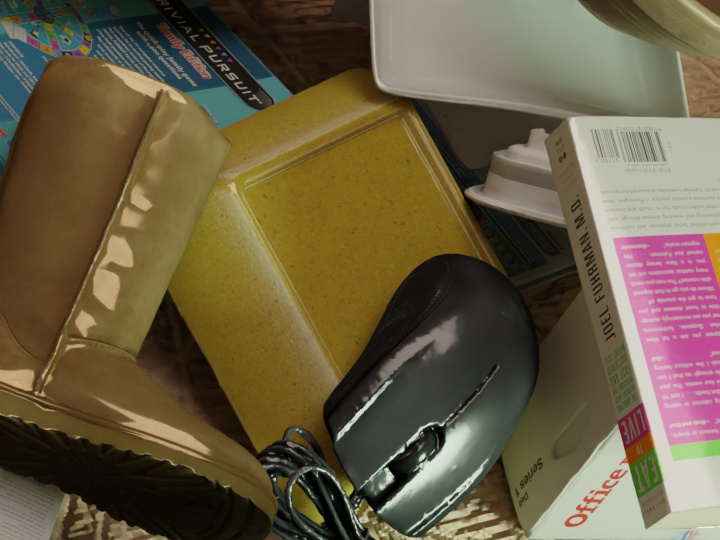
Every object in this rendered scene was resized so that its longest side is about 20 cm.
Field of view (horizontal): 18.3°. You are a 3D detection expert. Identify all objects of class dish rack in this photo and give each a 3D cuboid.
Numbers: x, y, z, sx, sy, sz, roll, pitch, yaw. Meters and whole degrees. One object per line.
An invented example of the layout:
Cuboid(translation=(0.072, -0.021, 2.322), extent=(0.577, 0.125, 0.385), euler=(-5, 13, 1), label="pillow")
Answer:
Cuboid(translation=(0.166, -0.047, 1.219), extent=(0.172, 0.044, 0.200), euler=(15, 11, 24), label="dish rack")

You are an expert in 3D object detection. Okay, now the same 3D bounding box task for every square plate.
Cuboid(translation=(0.084, -0.169, 1.246), extent=(0.198, 0.028, 0.200), euler=(7, 63, -25), label="square plate")

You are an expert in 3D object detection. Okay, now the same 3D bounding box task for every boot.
Cuboid(translation=(-0.096, 0.009, 1.025), extent=(0.175, 0.066, 0.200), euler=(24, 55, -8), label="boot")

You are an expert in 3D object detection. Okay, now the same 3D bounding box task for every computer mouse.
Cuboid(translation=(0.039, 0.073, 1.082), extent=(0.139, 0.053, 0.200), euler=(48, 53, -25), label="computer mouse")

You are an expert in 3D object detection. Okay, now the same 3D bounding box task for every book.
Cuboid(translation=(0.173, 0.020, 1.058), extent=(0.134, 0.048, 0.200), euler=(-1, 65, -25), label="book")

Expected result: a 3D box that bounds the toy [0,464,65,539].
Cuboid(translation=(-0.192, 0.092, 1.006), extent=(0.115, 0.047, 0.200), euler=(22, 50, -8), label="toy")

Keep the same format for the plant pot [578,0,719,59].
Cuboid(translation=(0.168, -0.191, 1.219), extent=(0.201, 0.093, 0.201), euler=(18, 57, -30), label="plant pot")

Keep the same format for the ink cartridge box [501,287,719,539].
Cuboid(translation=(0.189, 0.071, 1.165), extent=(0.200, 0.145, 0.084), euler=(4, 50, -26), label="ink cartridge box")

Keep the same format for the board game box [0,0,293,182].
Cuboid(translation=(-0.145, -0.093, 1.180), extent=(0.200, 0.047, 0.151), euler=(-14, 51, -42), label="board game box")

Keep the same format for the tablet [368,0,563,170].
Cuboid(translation=(0.064, -0.169, 1.279), extent=(0.130, 0.014, 0.200), euler=(-29, 90, -23), label="tablet")

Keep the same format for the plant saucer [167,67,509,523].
Cuboid(translation=(0.000, 0.000, 1.148), extent=(0.200, 0.048, 0.200), euler=(-29, 89, -43), label="plant saucer")

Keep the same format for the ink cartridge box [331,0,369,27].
Cuboid(translation=(0.092, -0.188, 1.371), extent=(0.200, 0.116, 0.067), euler=(15, 45, -17), label="ink cartridge box")

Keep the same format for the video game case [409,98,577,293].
Cuboid(translation=(0.054, -0.044, 1.289), extent=(0.200, 0.018, 0.143), euler=(-19, 63, -40), label="video game case")
